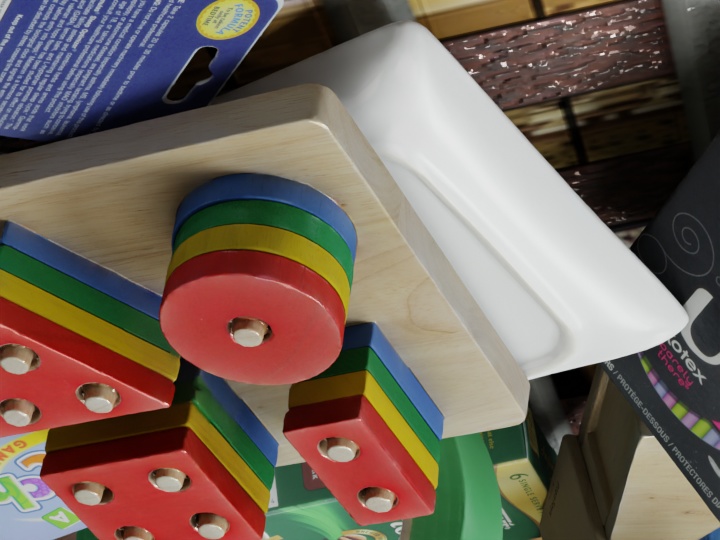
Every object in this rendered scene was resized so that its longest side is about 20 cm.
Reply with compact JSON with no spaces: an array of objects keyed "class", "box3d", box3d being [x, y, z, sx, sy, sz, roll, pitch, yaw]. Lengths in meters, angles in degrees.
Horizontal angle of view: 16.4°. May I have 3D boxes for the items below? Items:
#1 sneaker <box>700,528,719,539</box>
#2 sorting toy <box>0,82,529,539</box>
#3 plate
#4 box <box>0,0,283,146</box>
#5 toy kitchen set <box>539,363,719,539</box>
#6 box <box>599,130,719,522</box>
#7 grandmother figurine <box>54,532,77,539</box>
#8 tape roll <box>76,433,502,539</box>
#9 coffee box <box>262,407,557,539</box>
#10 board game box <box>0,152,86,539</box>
[{"class":"sneaker","box3d":[0.217,0.150,1.418,0.066,0.079,0.200,-9,155,-2]},{"class":"sorting toy","box3d":[-0.063,0.034,0.983,0.199,0.070,0.199,-11,138,24]},{"class":"plate","box3d":[0.000,0.000,1.018,0.199,0.032,0.200,-18,133,35]},{"class":"box","box3d":[-0.140,-0.092,0.885,0.199,0.033,0.121,8,150,-24]},{"class":"toy kitchen set","box3d":[0.199,0.157,1.251,0.180,0.164,0.201,1,131,-11]},{"class":"box","box3d":[0.190,0.003,1.031,0.106,0.122,0.200,-31,164,-29]},{"class":"grandmother figurine","box3d":[-0.129,0.135,1.239,0.200,0.122,0.060,-28,-156,-29]},{"class":"tape roll","box3d":[-0.035,0.122,1.152,0.200,0.201,0.048,-18,153,19]},{"class":"coffee box","box3d":[0.006,0.123,1.340,0.199,0.044,0.123,-13,153,10]},{"class":"board game box","box3d":[-0.155,0.043,1.094,0.151,0.037,0.200,-21,136,24]}]
